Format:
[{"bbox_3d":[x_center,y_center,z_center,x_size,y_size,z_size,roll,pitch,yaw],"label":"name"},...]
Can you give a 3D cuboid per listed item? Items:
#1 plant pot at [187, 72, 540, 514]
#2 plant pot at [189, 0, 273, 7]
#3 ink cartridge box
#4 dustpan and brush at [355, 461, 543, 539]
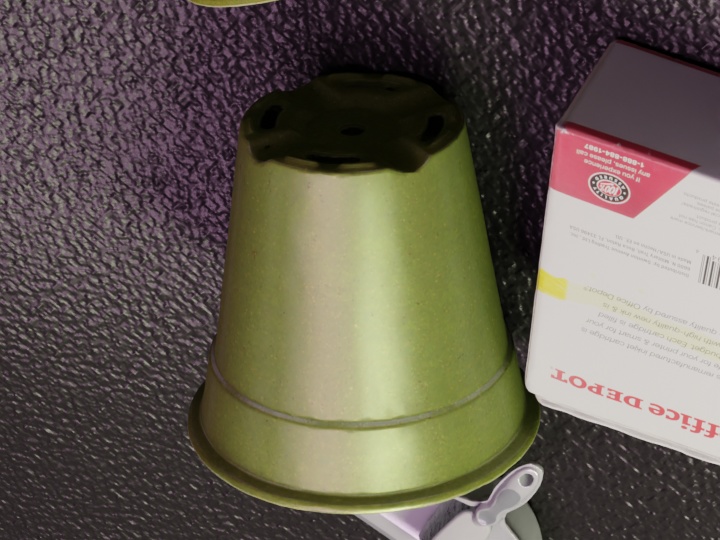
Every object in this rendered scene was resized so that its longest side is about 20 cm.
[{"bbox_3d":[0.000,0.000,1.625,0.199,0.200,0.190,11,121,22],"label":"plant pot"},{"bbox_3d":[-0.025,-0.253,1.394,0.200,0.200,0.193,-8,113,36],"label":"plant pot"},{"bbox_3d":[0.173,-0.005,1.571,0.145,0.083,0.200,19,137,14],"label":"ink cartridge box"},{"bbox_3d":[0.070,0.151,1.796,0.139,0.057,0.200,35,138,-3],"label":"dustpan and brush"}]
